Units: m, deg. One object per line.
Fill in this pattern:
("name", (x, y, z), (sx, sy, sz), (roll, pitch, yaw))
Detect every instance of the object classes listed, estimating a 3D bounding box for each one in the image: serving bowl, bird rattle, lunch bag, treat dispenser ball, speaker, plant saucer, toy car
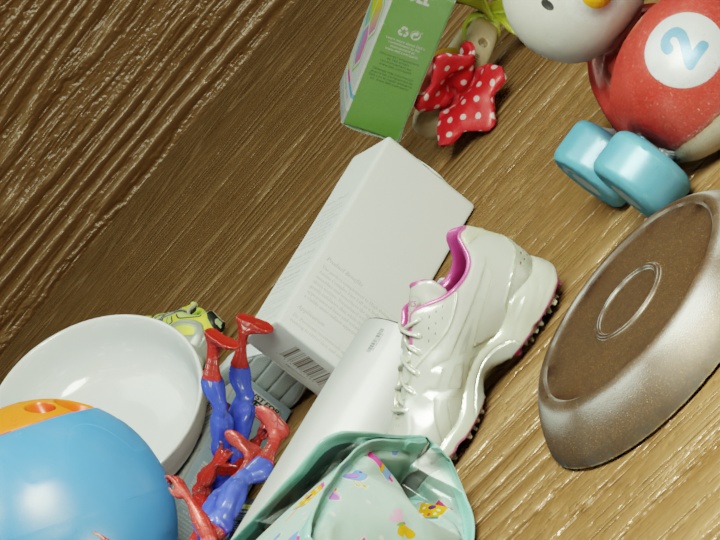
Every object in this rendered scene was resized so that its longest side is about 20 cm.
("serving bowl", (-0.223, 0.135, 1.697), (0.199, 0.066, 0.201), (-9, 48, 11))
("bird rattle", (0.100, -0.185, 1.848), (0.163, 0.112, 0.201), (126, 160, -56))
("lunch bag", (-0.023, 0.193, 1.167), (0.170, 0.122, 0.200), (-49, 5, 24))
("treat dispenser ball", (-0.242, 0.200, 1.508), (0.201, 0.201, 0.201), (-49, 14, 16))
("speaker", (-0.013, 0.136, 1.359), (0.200, 0.081, 0.081), (-59, 15, -21))
("plant saucer", (0.166, 0.026, 1.142), (0.200, 0.032, 0.200), (-48, 15, 17))
("toy car", (0.164, -0.167, 1.275), (0.185, 0.200, 0.177), (-53, 13, 0))

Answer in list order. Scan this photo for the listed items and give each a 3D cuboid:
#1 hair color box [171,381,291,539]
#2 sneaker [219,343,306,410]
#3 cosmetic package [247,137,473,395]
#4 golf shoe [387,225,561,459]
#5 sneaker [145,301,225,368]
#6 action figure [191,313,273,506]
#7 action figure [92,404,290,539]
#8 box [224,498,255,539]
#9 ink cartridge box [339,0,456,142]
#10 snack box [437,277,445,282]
("hair color box", (-0.144, 0.195, 1.690), (0.099, 0.061, 0.200), (-34, 24, 51))
("sneaker", (-0.097, 0.093, 1.768), (0.200, 0.073, 0.071), (-34, 23, 52))
("cosmetic package", (0.000, 0.000, 1.619), (0.200, 0.102, 0.074), (-58, 16, -26))
("golf shoe", (0.051, 0.060, 1.316), (0.200, 0.091, 0.075), (-57, 15, -13))
("sneaker", (-0.202, 0.077, 2.193), (0.076, 0.075, 0.200), (-48, 22, -12))
("action figure", (-0.104, 0.137, 1.573), (0.065, 0.052, 0.201), (-30, -43, -49))
("action figure", (-0.126, 0.169, 1.429), (0.065, 0.099, 0.200), (-42, 18, 38))
("box", (-0.107, 0.248, 1.459), (0.162, 0.049, 0.200), (-59, 14, -16))
("ink cartridge box", (0.041, -0.230, 1.770), (0.104, 0.059, 0.201), (-94, 24, -63))
("snack box", (0.021, 0.093, 1.472), (0.200, 0.024, 0.072), (-54, 12, -5))
